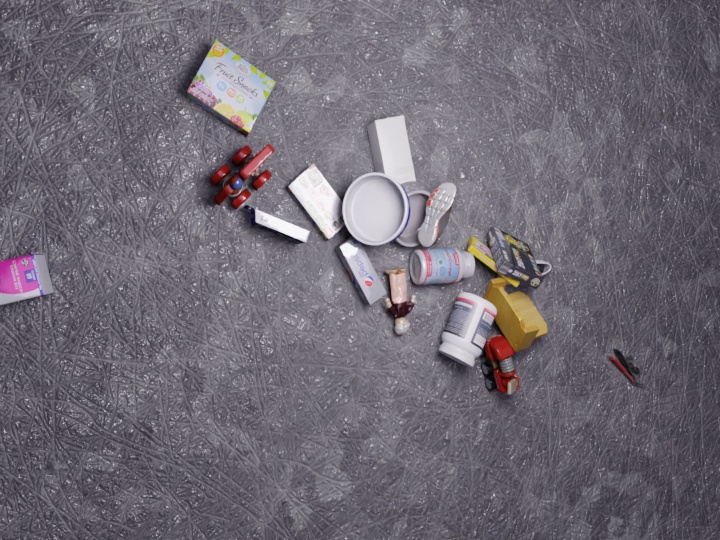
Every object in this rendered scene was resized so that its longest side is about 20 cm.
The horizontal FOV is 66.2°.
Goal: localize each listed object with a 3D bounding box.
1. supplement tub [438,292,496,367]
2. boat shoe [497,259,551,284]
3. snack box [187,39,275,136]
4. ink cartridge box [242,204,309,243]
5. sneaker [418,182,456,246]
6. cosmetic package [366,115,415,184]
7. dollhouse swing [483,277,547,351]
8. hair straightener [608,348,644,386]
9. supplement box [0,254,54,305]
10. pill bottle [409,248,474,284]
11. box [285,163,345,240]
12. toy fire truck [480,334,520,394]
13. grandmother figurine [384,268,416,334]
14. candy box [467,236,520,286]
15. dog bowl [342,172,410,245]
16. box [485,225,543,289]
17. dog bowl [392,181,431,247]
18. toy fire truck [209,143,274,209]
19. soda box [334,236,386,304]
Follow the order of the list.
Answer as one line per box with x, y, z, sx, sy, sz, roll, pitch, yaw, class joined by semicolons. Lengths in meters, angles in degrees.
0.342;0.188;1.769;0.137;0.140;0.205;28;81;-17;supplement tub
0.561;0.000;1.885;0.194;0.065;0.076;-17;96;-18;boat shoe
-0.364;-0.511;1.561;0.197;0.067;0.173;31;80;-18;snack box
-0.248;-0.130;1.585;0.195;0.099;0.040;23;84;-17;ink cartridge box
0.239;-0.170;1.687;0.081;0.076;0.205;6;113;-58;sneaker
0.096;-0.363;1.713;0.104;0.084;0.208;-12;93;-19;cosmetic package
0.526;0.122;1.786;0.171;0.184;0.204;-20;60;-14;dollhouse swing
1.003;0.356;2.053;0.199;0.041;0.078;44;77;-14;hair straightener
-0.883;0.033;1.361;0.193;0.103;0.105;-15;96;-17;supplement box
0.261;-0.014;1.757;0.193;0.108;0.113;-4;91;-19;pill bottle
-0.122;-0.205;1.662;0.110;0.035;0.202;-41;102;-15;box
0.462;0.314;1.779;0.125;0.199;0.182;-17;95;-18;toy fire truck
0.125;0.099;1.739;0.117;0.060;0.208;-5;94;-20;grandmother figurine
0.435;-0.031;1.804;0.197;0.103;0.027;37;112;-2;candy box
0.048;-0.177;1.614;0.192;0.079;0.209;1;93;15;dog bowl
0.501;-0.044;1.807;0.157;0.203;0.050;22;124;-16;box
0.158;-0.167;1.709;0.194;0.059;0.207;-12;118;-23;dog bowl
-0.325;-0.262;1.521;0.200;0.167;0.113;-45;103;-14;toy fire truck
0.000;0.000;1.690;0.067;0.063;0.204;-32;100;-16;soda box
